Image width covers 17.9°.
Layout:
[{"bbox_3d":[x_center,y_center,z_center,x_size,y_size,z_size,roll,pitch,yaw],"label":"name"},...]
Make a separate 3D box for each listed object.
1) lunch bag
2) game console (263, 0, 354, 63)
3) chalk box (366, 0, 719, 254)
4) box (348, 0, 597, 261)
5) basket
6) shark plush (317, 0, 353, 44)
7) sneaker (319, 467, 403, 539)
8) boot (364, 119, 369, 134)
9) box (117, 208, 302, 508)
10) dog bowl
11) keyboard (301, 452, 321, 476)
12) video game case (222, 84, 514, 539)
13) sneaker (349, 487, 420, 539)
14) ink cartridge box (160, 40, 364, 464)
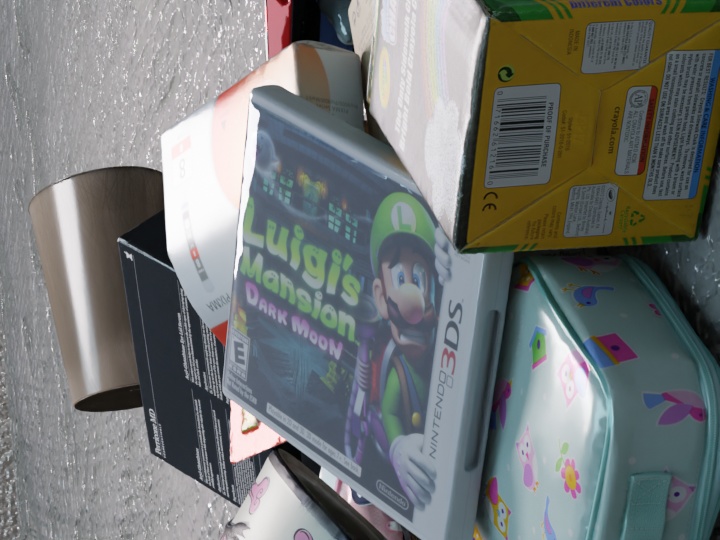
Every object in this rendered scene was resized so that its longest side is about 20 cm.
[{"bbox_3d":[0.112,0.105,1.091,0.160,0.077,0.200,-121,32,-56],"label":"lunch bag"},{"bbox_3d":[-0.020,-0.180,1.420,0.200,0.031,0.177,-49,-41,-67],"label":"game console"},{"bbox_3d":[0.080,-0.109,1.088,0.200,0.124,0.125,-117,28,-56],"label":"chalk box"},{"bbox_3d":[0.058,-0.070,1.217,0.078,0.095,0.200,122,144,-64],"label":"box"},{"bbox_3d":[-0.231,0.024,2.153,0.180,0.136,0.200,132,129,-69],"label":"basket"},{"bbox_3d":[0.042,-0.121,1.319,0.083,0.091,0.200,-39,43,32],"label":"shark plush"},{"bbox_3d":[0.021,0.170,1.440,0.075,0.105,0.200,41,-116,-57],"label":"sneaker"},{"bbox_3d":[0.001,0.000,1.363,0.201,0.071,0.144,64,-151,-80],"label":"boot"},{"bbox_3d":[-0.086,0.065,1.593,0.141,0.079,0.200,26,137,32],"label":"box"},{"bbox_3d":[-0.001,0.194,1.287,0.200,0.074,0.200,44,179,1],"label":"dog bowl"},{"bbox_3d":[-0.024,0.143,1.517,0.200,0.021,0.127,86,-157,-55],"label":"keyboard"},{"bbox_3d":[-0.002,0.022,1.166,0.200,0.023,0.182,32,123,45],"label":"video game case"},{"bbox_3d":[0.041,0.137,1.345,0.109,0.070,0.200,111,158,-44],"label":"sneaker"},{"bbox_3d":[-0.055,-0.007,1.270,0.162,0.050,0.200,-27,59,53],"label":"ink cartridge box"}]
